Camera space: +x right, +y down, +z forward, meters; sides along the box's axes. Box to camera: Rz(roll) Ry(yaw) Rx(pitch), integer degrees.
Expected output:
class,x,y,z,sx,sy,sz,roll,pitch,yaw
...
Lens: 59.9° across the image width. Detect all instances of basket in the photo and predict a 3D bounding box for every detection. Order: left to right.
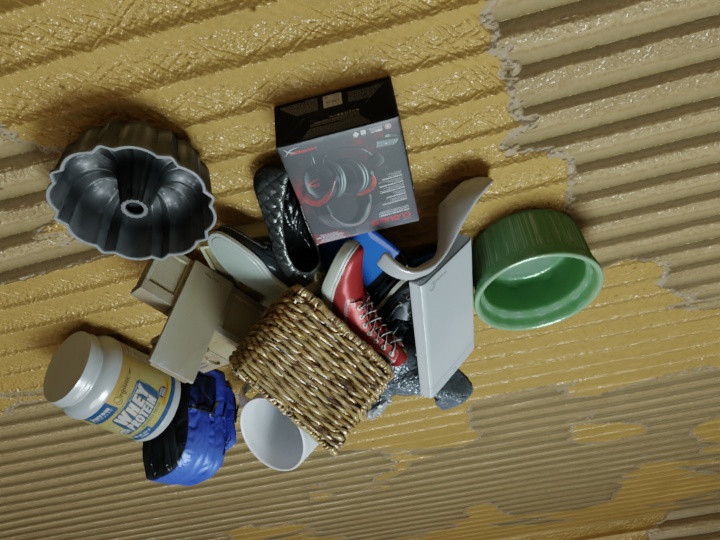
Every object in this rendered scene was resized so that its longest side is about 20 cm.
class,x,y,z,sx,sy,sz,roll,pitch,yaw
basket,-0.073,0.137,0.903,0.199,0.150,0.142,41,170,-10

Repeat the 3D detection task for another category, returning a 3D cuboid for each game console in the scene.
class,x,y,z,sx,sy,sz,roll,pitch,yaw
game console,0.000,0.000,0.977,0.200,0.119,0.169,-45,165,34

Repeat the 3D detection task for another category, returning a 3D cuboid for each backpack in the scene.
class,x,y,z,sx,sy,sz,roll,pitch,yaw
backpack,-0.323,0.307,1.209,0.166,0.204,0.161,26,133,-36

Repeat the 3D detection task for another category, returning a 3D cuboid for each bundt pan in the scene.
class,x,y,z,sx,sy,sz,roll,pitch,yaw
bundt pan,-0.275,-0.104,0.773,0.196,0.077,0.204,-4,144,-3

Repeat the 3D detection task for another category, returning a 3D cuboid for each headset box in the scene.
class,x,y,z,sx,sy,sz,roll,pitch,yaw
headset box,-0.010,-0.123,0.787,0.145,0.076,0.202,-12,143,5

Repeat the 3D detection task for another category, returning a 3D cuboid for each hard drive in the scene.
class,x,y,z,sx,sy,sz,roll,pitch,yaw
hard drive,0.123,0.068,0.910,0.026,0.131,0.204,18,132,35

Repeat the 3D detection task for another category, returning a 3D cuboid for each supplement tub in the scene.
class,x,y,z,sx,sy,sz,roll,pitch,yaw
supplement tub,-0.433,0.204,1.102,0.142,0.148,0.199,-24,140,24

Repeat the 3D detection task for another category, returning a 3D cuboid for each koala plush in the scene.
class,x,y,z,sx,sy,sz,roll,pitch,yaw
koala plush,0.063,0.165,1.103,0.180,0.182,0.199,7,156,-35

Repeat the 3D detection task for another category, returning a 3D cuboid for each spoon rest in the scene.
class,x,y,z,sx,sy,sz,roll,pitch,yaw
spoon rest,0.111,-0.054,0.838,0.199,0.061,0.100,-41,174,-20

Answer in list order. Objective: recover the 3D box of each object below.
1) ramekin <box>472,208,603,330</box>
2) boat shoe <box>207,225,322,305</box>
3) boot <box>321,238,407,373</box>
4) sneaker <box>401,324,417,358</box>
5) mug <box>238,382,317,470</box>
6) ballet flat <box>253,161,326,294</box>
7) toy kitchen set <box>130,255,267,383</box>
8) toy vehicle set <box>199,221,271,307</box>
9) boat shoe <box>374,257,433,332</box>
class,x,y,z,sx,sy,sz,roll,pitch,yaw
ramekin,0.264,-0.002,0.970,0.194,0.100,0.202,-4,143,-3
boat shoe,-0.130,-0.003,0.895,0.075,0.061,0.200,-13,131,44
boot,0.014,0.060,0.884,0.142,0.072,0.203,27,133,17
sneaker,0.125,0.063,0.994,0.072,0.200,0.082,19,133,24
mug,-0.144,0.260,1.209,0.196,0.175,0.151,20,117,21
ballet flat,-0.088,-0.049,0.839,0.056,0.067,0.203,6,130,37
toy kitchen set,-0.284,0.101,0.964,0.198,0.166,0.179,35,143,-27
toy vehicle set,-0.159,0.004,0.976,0.121,0.027,0.202,-9,143,4
boat shoe,0.066,0.059,0.941,0.199,0.067,0.074,-44,164,26
